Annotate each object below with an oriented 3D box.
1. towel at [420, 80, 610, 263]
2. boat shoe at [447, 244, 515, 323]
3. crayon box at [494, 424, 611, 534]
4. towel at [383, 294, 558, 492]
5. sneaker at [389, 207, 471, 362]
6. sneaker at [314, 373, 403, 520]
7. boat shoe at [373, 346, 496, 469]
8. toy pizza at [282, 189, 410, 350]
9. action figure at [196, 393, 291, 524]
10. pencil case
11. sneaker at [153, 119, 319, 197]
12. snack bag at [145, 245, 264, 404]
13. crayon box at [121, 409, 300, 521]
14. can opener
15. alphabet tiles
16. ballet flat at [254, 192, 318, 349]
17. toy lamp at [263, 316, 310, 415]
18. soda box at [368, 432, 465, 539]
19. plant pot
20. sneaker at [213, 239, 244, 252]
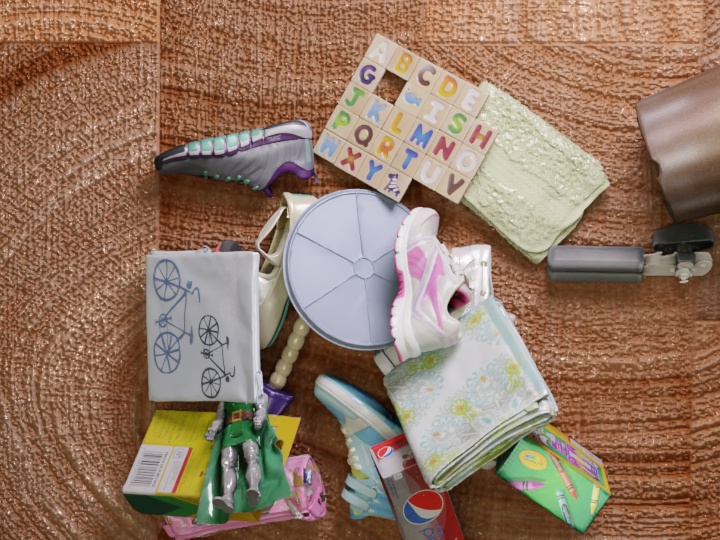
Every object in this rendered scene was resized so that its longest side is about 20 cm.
[{"bbox_3d":[0.186,-0.121,1.679,0.200,0.036,0.148,39,96,3],"label":"towel"},{"bbox_3d":[0.154,0.066,1.676,0.069,0.071,0.200,-12,91,9],"label":"boat shoe"},{"bbox_3d":[0.222,0.229,1.613,0.119,0.200,0.058,34,97,4],"label":"crayon box"},{"bbox_3d":[0.119,0.138,1.570,0.171,0.200,0.048,-35,128,10],"label":"towel"},{"bbox_3d":[0.087,0.015,1.621,0.088,0.081,0.200,-2,60,10],"label":"sneaker"},{"bbox_3d":[-0.003,0.228,1.702,0.200,0.080,0.131,39,96,4],"label":"sneaker"},{"bbox_3d":[0.107,0.153,1.690,0.070,0.071,0.200,-45,81,12],"label":"boat shoe"},{"bbox_3d":[0.000,0.000,1.683,0.200,0.032,0.200,4,76,-17],"label":"toy pizza"},{"bbox_3d":[-0.141,0.197,1.634,0.118,0.200,0.055,-15,131,9],"label":"action figure"},{"bbox_3d":[-0.145,0.284,1.717,0.200,0.087,0.083,-11,86,10],"label":"pencil case"},{"bbox_3d":[-0.152,-0.125,1.704,0.200,0.074,0.088,-11,97,7],"label":"sneaker"},{"bbox_3d":[-0.188,0.065,1.671,0.200,0.021,0.189,-3,87,39],"label":"snack bag"},{"bbox_3d":[-0.174,0.236,1.680,0.200,0.127,0.051,0,138,22],"label":"crayon box"},{"bbox_3d":[0.324,-0.016,1.669,0.200,0.053,0.066,-3,59,6],"label":"can opener"},{"bbox_3d":[0.060,-0.170,1.681,0.200,0.008,0.167,31,96,20],"label":"alphabet tiles"},{"bbox_3d":[-0.108,-0.004,1.703,0.069,0.069,0.200,22,88,5],"label":"ballet flat"},{"bbox_3d":[-0.086,0.099,1.717,0.058,0.058,0.200,26,93,5],"label":"toy lamp"},{"bbox_3d":[0.075,0.287,1.652,0.070,0.063,0.200,-23,123,-5],"label":"soda box"},{"bbox_3d":[0.429,-0.153,1.580,0.198,0.200,0.200,-19,91,16],"label":"plant pot"},{"bbox_3d":[-0.191,0.059,1.719,0.087,0.074,0.200,5,87,26],"label":"sneaker"}]
